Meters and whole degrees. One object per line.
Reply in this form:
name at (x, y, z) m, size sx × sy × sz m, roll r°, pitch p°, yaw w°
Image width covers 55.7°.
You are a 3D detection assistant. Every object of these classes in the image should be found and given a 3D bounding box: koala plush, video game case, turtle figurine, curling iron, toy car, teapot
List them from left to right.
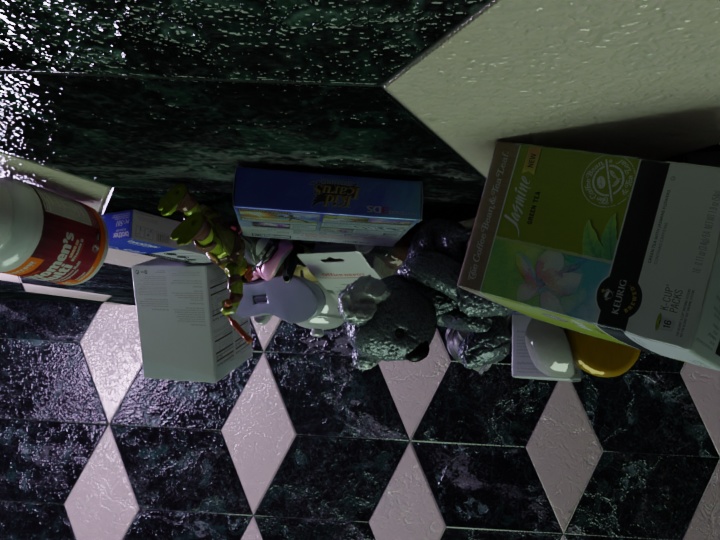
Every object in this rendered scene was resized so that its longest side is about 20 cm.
turtle figurine at (-0.171, -0.023, 0.822) m, size 0.063 × 0.203 × 0.162 m, roll -23°, pitch 150°, yaw 7°
curling iron at (-0.095, -0.014, 1.019) m, size 0.050 × 0.026 × 0.200 m, roll 44°, pitch -171°, yaw -7°
teapot at (-0.073, 0.051, 1.299) m, size 0.194 × 0.150 × 0.198 m, roll 9°, pitch 170°, yaw -41°
video game case at (-0.041, -0.068, 0.778) m, size 0.195 × 0.047 × 0.181 m, roll 4°, pitch 174°, yaw -7°
koala plush at (0.066, 0.044, 0.846) m, size 0.197 × 0.186 × 0.179 m, roll -26°, pitch 147°, yaw -8°
toy car at (0.266, 0.019, 0.816) m, size 0.171 × 0.205 × 0.150 m, roll -17°, pitch -171°, yaw 3°

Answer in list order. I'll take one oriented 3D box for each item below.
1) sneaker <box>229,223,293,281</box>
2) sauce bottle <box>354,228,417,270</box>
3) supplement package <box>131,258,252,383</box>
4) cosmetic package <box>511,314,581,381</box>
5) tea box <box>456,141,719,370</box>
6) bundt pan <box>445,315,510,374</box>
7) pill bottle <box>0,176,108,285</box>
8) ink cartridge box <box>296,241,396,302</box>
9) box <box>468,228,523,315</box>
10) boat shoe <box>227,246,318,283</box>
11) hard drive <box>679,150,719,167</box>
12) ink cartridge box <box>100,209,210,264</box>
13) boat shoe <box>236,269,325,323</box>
sneaker at (-0.168, -0.038, 1.027) m, size 0.094 × 0.080 × 0.199 m, roll 34°, pitch 167°, yaw -16°
sauce bottle at (0.067, -0.030, 0.965) m, size 0.065 × 0.068 × 0.198 m, roll -3°, pitch 168°, yaw 39°
supplement package at (-0.298, 0.077, 1.231) m, size 0.148 × 0.206 × 0.150 m, roll 1°, pitch -169°, yaw 17°
cosmetic package at (0.301, 0.074, 1.104) m, size 0.100 × 0.206 × 0.073 m, roll -1°, pitch 172°, yaw 33°
tea box at (0.222, -0.009, 0.600) m, size 0.194 × 0.137 × 0.199 m, roll 14°, pitch 177°, yaw 35°
bundt pan at (0.205, 0.074, 1.211) m, size 0.074 × 0.207 × 0.202 m, roll 16°, pitch 172°, yaw -2°
pill bottle at (-0.406, -0.048, 0.823) m, size 0.107 × 0.113 × 0.200 m, roll 1°, pitch 173°, yaw 15°
ink cartridge box at (0.000, 0.000, 1.045) m, size 0.113 × 0.069 × 0.201 m, roll -1°, pitch 148°, yaw 28°
box at (0.224, 0.005, 1.001) m, size 0.145 × 0.107 × 0.198 m, roll -1°, pitch 172°, yaw 33°
boat shoe at (-0.135, 0.007, 1.175) m, size 0.195 × 0.077 × 0.073 m, roll 0°, pitch 137°, yaw 15°
hard drive at (0.369, -0.069, 0.650) m, size 0.136 × 0.039 × 0.200 m, roll 0°, pitch 171°, yaw 18°
ink cartridge box at (-0.299, -0.047, 1.038) m, size 0.092 × 0.045 × 0.199 m, roll -4°, pitch 170°, yaw 32°
boat shoe at (-0.113, 0.042, 1.075) m, size 0.199 × 0.077 × 0.085 m, roll -7°, pitch -174°, yaw 42°
